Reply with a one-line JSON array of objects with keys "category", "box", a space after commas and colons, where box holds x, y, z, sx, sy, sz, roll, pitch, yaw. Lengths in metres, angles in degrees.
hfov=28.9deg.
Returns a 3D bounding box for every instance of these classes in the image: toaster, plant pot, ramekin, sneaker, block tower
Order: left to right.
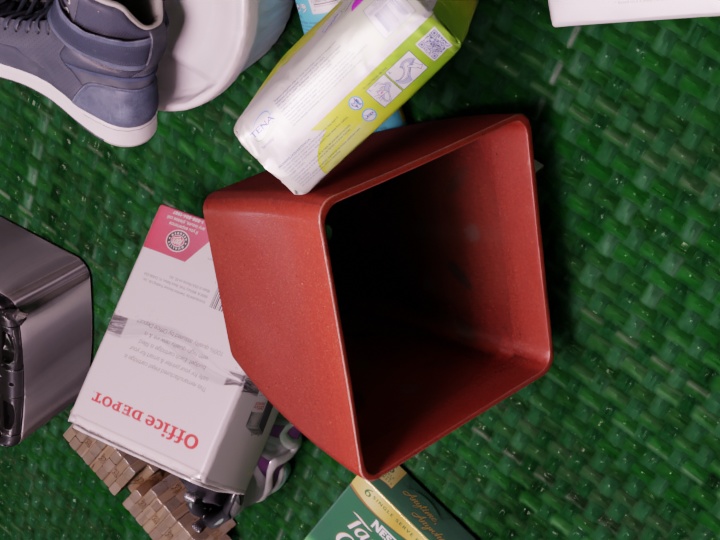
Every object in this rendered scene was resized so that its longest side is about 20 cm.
[{"category": "toaster", "box": [-0.360, 0.056, 1.366, 0.200, 0.119, 0.181, 25, 127, 25]}, {"category": "sneaker", "box": [-0.227, -0.197, 1.024, 0.202, 0.077, 0.146, 29, 141, 9]}, {"category": "block tower", "box": [-0.209, 0.207, 1.380, 0.200, 0.054, 0.058, 49, 132, 5]}, {"category": "ramekin", "box": [-0.139, -0.230, 1.067, 0.202, 0.094, 0.203, 17, 122, 29]}, {"category": "sneaker", "box": [-0.106, 0.153, 1.216, 0.078, 0.140, 0.200, 29, 128, 21]}, {"category": "plant pot", "box": [0.000, 0.000, 1.000, 0.176, 0.200, 0.200, 15, 122, 45]}]

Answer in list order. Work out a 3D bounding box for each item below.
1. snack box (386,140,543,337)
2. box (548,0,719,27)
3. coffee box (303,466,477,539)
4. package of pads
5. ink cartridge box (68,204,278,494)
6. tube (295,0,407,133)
[{"category": "snack box", "box": [0.074, -0.014, 1.072, 0.072, 0.024, 0.200, 33, 129, 19]}, {"category": "box", "box": [0.172, -0.256, 0.822, 0.124, 0.097, 0.200, 3, 116, 35]}, {"category": "coffee box", "box": [0.009, 0.262, 1.255, 0.123, 0.044, 0.200, 44, 132, 9]}, {"category": "package of pads", "box": [0.004, -0.145, 0.911, 0.068, 0.200, 0.154, 44, 115, -10]}, {"category": "ink cartridge box", "box": [-0.131, 0.066, 1.157, 0.145, 0.085, 0.200, 19, 81, 27]}, {"category": "tube", "box": [-0.009, -0.156, 1.046, 0.077, 0.050, 0.200, 6, 122, 38]}]
